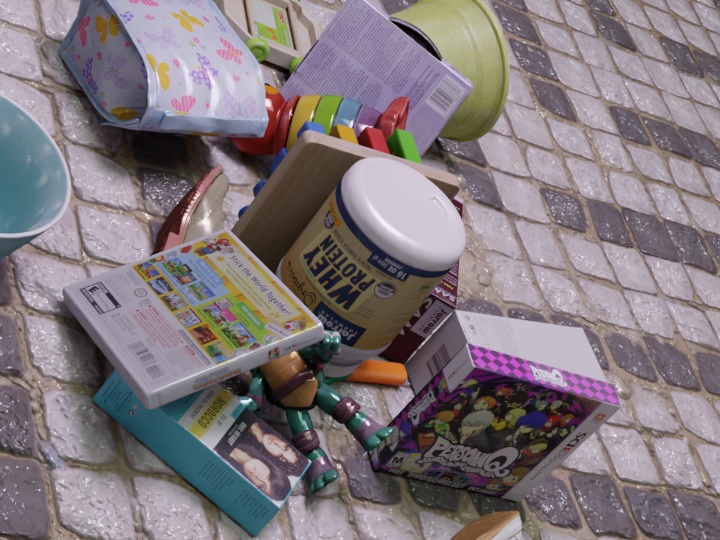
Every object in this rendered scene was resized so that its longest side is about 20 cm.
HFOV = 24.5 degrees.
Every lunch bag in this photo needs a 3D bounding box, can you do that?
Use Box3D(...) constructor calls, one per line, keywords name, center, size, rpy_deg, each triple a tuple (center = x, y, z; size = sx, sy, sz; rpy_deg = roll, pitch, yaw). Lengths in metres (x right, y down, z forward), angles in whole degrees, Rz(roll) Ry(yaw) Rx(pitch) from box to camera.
Box3D(name="lunch bag", center=(-0.214, -0.215, 1.824), size=(0.169, 0.128, 0.200), rpy_deg=(-2, 42, -42))

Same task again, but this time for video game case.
Box3D(name="video game case", center=(0.138, 0.160, 1.700), size=(0.199, 0.181, 0.036), rpy_deg=(17, 40, -32))
Box3D(name="video game case", center=(-0.159, 0.041, 1.550), size=(0.181, 0.023, 0.200), rpy_deg=(-21, 37, -23))

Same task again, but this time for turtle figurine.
Box3D(name="turtle figurine", center=(-0.067, 0.109, 1.616), size=(0.200, 0.149, 0.101), rpy_deg=(51, 17, 2))

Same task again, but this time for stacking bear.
Box3D(name="stacking bear", center=(-0.056, -0.158, 1.905), size=(0.198, 0.115, 0.122), rpy_deg=(13, 19, 6))

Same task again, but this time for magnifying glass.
Box3D(name="magnifying glass", center=(-0.033, 0.102, 1.745), size=(0.199, 0.022, 0.080), rpy_deg=(7, 46, -37))

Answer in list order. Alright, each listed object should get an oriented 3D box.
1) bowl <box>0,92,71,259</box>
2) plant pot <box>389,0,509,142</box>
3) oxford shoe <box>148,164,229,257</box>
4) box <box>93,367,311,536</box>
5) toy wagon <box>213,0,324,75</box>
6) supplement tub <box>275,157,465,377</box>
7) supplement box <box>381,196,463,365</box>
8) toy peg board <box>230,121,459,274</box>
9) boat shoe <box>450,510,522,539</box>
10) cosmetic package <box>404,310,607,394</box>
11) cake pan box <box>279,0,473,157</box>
Box3D(name="bowl", center=(-0.379, -0.075, 1.527), size=(0.200, 0.105, 0.202), rpy_deg=(26, 36, -21))
Box3D(name="plant pot", center=(0.056, -0.248, 2.091), size=(0.183, 0.201, 0.201), rpy_deg=(-16, 62, -38))
Box3D(name="oxford shoe", center=(-0.169, -0.029, 1.720), size=(0.074, 0.071, 0.201), rpy_deg=(35, 45, -14))
Box3D(name="box", center=(-0.147, 0.151, 1.550), size=(0.200, 0.049, 0.082), rpy_deg=(40, 34, -1))
Box3D(name="toy wagon", center=(-0.095, -0.306, 2.120), size=(0.199, 0.040, 0.156), rpy_deg=(19, 40, -30))
Box3D(name="supplement tub", center=(0.000, 0.000, 1.695), size=(0.144, 0.200, 0.145), rpy_deg=(25, 34, -19))
Box3D(name="supplement box", center=(0.060, -0.001, 1.870), size=(0.061, 0.109, 0.201), rpy_deg=(29, 35, -17))
Box3D(name="toy peg board", center=(-0.035, -0.080, 1.784), size=(0.198, 0.200, 0.098), rpy_deg=(14, 40, -33))
Box3D(name="boat shoe", center=(0.100, 0.300, 1.609), size=(0.199, 0.071, 0.070), rpy_deg=(-23, 97, -45))
Box3D(name="cosmetic package", center=(0.163, 0.115, 1.843), size=(0.199, 0.108, 0.085), rpy_deg=(9, 45, -36))
Box3D(name="cake pan box", center=(0.010, -0.205, 1.969), size=(0.184, 0.200, 0.052), rpy_deg=(36, 12, -5))
